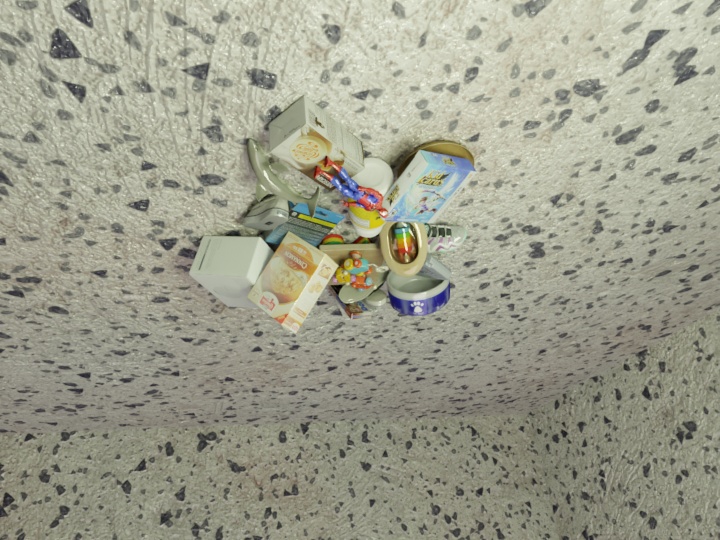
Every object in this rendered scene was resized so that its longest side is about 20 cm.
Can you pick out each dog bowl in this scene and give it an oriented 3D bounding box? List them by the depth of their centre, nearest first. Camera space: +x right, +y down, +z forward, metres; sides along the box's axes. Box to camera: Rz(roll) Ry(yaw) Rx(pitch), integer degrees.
[{"bbox_3d":[0.179,0.050,1.734,0.192,0.202,0.081,-10,120,4],"label":"dog bowl"}]

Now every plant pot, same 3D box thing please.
[{"bbox_3d":[0.184,-0.254,1.389,0.192,0.028,0.202,-7,151,-4],"label":"plant pot"}]

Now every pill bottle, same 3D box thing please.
[{"bbox_3d":[0.022,-0.173,1.399,0.108,0.116,0.202,-5,152,-5],"label":"pill bottle"}]

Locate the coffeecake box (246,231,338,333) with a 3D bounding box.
[{"bbox_3d":[-0.173,0.028,1.428,0.151,0.203,0.073,29,173,36],"label":"coffeecake box"}]

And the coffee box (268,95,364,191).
[{"bbox_3d":[-0.093,-0.270,1.229,0.112,0.082,0.198,-25,147,29],"label":"coffee box"}]

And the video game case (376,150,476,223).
[{"bbox_3d":[0.157,-0.190,1.330,0.196,0.046,0.182,-4,142,-45],"label":"video game case"}]

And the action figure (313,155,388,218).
[{"bbox_3d":[-0.012,-0.172,1.242,0.197,0.053,0.065,29,131,-29],"label":"action figure"}]

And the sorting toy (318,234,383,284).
[{"bbox_3d":[-0.035,-0.038,1.668,0.192,0.072,0.201,-2,150,-10],"label":"sorting toy"}]

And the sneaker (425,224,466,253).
[{"bbox_3d":[0.202,-0.107,1.600,0.193,0.080,0.140,-15,151,11],"label":"sneaker"}]

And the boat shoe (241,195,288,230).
[{"bbox_3d":[-0.240,-0.149,1.423,0.070,0.068,0.198,14,166,-30],"label":"boat shoe"}]

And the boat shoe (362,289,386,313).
[{"bbox_3d":[0.028,0.103,1.836,0.071,0.071,0.197,-28,-161,-29],"label":"boat shoe"}]

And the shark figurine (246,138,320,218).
[{"bbox_3d":[-0.191,-0.183,1.279,0.213,0.090,0.128,39,152,-4],"label":"shark figurine"}]

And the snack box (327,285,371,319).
[{"bbox_3d":[-0.036,0.094,1.786,0.070,0.200,0.025,-1,116,-26],"label":"snack box"}]

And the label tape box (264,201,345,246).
[{"bbox_3d":[-0.148,-0.134,1.474,0.141,0.065,0.199,14,145,-33],"label":"label tape box"}]

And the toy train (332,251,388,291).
[{"bbox_3d":[0.000,0.000,1.609,0.145,0.058,0.200,6,157,-17],"label":"toy train"}]

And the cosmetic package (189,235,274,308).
[{"bbox_3d":[-0.323,0.008,1.552,0.193,0.127,0.200,4,153,25],"label":"cosmetic package"}]

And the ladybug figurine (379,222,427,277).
[{"bbox_3d":[0.118,-0.087,1.534,0.131,0.208,0.072,-4,-169,12],"label":"ladybug figurine"}]

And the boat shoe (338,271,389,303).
[{"bbox_3d":[0.009,0.054,1.779,0.198,0.074,0.061,-36,163,-31],"label":"boat shoe"}]

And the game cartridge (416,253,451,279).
[{"bbox_3d":[0.164,-0.018,1.648,0.196,0.042,0.132,12,162,44],"label":"game cartridge"}]
